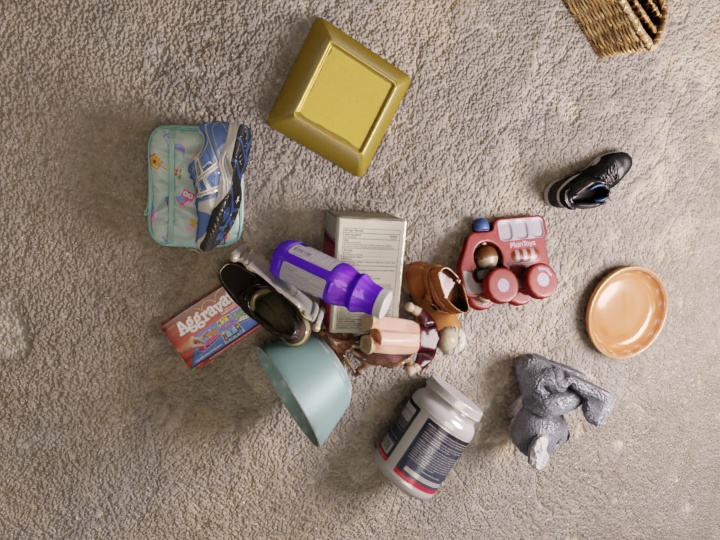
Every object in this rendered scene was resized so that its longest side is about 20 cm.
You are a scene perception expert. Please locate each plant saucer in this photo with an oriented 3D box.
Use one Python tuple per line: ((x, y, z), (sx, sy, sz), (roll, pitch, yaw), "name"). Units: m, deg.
((0.563, 0.087, 1.280), (0.196, 0.037, 0.204), (-3, 102, -14), "plant saucer")
((-0.029, -0.292, 1.025), (0.198, 0.048, 0.202), (26, 94, -20), "plant saucer")

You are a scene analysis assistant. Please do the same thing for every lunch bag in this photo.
((-0.271, -0.132, 0.978), (0.157, 0.077, 0.204), (0, 101, -16), "lunch bag")

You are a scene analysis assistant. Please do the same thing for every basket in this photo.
((0.470, -0.500, 1.063), (0.143, 0.149, 0.200), (-44, 109, -2), "basket")

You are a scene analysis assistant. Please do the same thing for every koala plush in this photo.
((0.369, 0.289, 1.211), (0.181, 0.177, 0.203), (23, 96, -7), "koala plush")

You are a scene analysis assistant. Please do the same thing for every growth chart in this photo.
((-0.133, 0.021, 0.998), (0.199, 0.145, 0.018), (40, 97, 1), "growth chart")

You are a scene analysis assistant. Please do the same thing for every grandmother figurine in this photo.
((0.096, 0.119, 1.037), (0.197, 0.060, 0.124), (5, 94, -27), "grandmother figurine")

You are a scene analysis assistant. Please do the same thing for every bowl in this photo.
((-0.087, 0.194, 1.051), (0.104, 0.200, 0.203), (-31, 109, -19), "bowl")

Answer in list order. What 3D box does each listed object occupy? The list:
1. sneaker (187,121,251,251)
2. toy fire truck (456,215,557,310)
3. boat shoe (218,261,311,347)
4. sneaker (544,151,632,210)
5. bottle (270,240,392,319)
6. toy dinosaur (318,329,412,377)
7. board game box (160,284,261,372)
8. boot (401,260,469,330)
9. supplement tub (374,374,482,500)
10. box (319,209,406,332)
((-0.225, -0.131, 0.922), (0.076, 0.076, 0.204), (16, 97, 5), "sneaker")
((0.275, -0.019, 1.151), (0.196, 0.112, 0.171), (-5, 80, -15), "toy fire truck")
((-0.164, 0.046, 1.000), (0.199, 0.065, 0.074), (36, 81, 16), "boat shoe")
((0.467, -0.167, 1.156), (0.198, 0.112, 0.074), (-27, 109, -8), "sneaker")
((-0.045, 0.016, 0.958), (0.197, 0.083, 0.066), (24, 106, 16), "bottle")
((0.028, 0.146, 1.080), (0.196, 0.136, 0.088), (-5, 79, 12), "toy dinosaur")
((-0.242, 0.083, 1.066), (0.198, 0.019, 0.104), (-34, 107, -6), "board game box")
((0.154, 0.067, 1.094), (0.200, 0.154, 0.074), (48, 71, -19), "boot")
((0.131, 0.321, 1.158), (0.139, 0.140, 0.202), (34, 93, -19), "supplement tub")
((0.000, 0.000, 1.066), (0.125, 0.109, 0.204), (2, 102, -15), "box")
